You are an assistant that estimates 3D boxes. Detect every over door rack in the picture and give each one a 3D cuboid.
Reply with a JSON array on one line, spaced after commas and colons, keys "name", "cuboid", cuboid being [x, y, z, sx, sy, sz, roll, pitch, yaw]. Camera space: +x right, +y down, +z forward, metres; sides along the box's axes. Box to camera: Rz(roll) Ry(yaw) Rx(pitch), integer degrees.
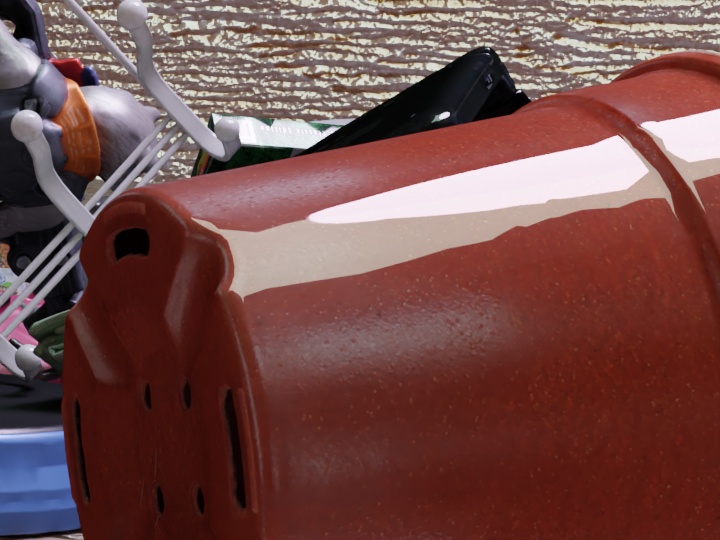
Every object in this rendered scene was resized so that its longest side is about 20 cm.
[{"name": "over door rack", "cuboid": [-0.164, -0.073, 1.061, 0.200, 0.148, 0.067, 43, -19, -6]}]

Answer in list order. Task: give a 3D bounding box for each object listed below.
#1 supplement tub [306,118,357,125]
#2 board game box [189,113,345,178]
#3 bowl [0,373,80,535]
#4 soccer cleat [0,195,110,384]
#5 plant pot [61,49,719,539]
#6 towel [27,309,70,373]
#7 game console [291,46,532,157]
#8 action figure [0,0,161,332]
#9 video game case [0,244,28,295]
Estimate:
[{"name": "supplement tub", "cuboid": [0.022, -0.016, 1.337, 0.131, 0.133, 0.199, 1, -1, -37]}, {"name": "board game box", "cuboid": [-0.047, 0.002, 1.237, 0.104, 0.201, 0.024, 5, 48, -18]}, {"name": "bowl", "cuboid": [-0.186, 0.067, 1.018, 0.199, 0.040, 0.201, 5, 5, 0]}, {"name": "soccer cleat", "cuboid": [-0.152, 0.039, 1.294, 0.069, 0.087, 0.200, 26, 31, 5]}, {"name": "plant pot", "cuboid": [0.025, 0.042, 0.761, 0.194, 0.203, 0.200, -7, 10, -27]}, {"name": "towel", "cuboid": [-0.040, 0.021, 1.090, 0.152, 0.024, 0.200, -26, -20, 10]}, {"name": "game console", "cuboid": [0.000, 0.000, 1.135, 0.199, 0.117, 0.176, -30, 10, 20]}, {"name": "action figure", "cuboid": [-0.178, -0.027, 1.146, 0.192, 0.201, 0.105, -17, 20, 1]}, {"name": "video game case", "cuboid": [-0.143, 0.015, 1.430, 0.198, 0.018, 0.144, 4, 34, -21]}]
